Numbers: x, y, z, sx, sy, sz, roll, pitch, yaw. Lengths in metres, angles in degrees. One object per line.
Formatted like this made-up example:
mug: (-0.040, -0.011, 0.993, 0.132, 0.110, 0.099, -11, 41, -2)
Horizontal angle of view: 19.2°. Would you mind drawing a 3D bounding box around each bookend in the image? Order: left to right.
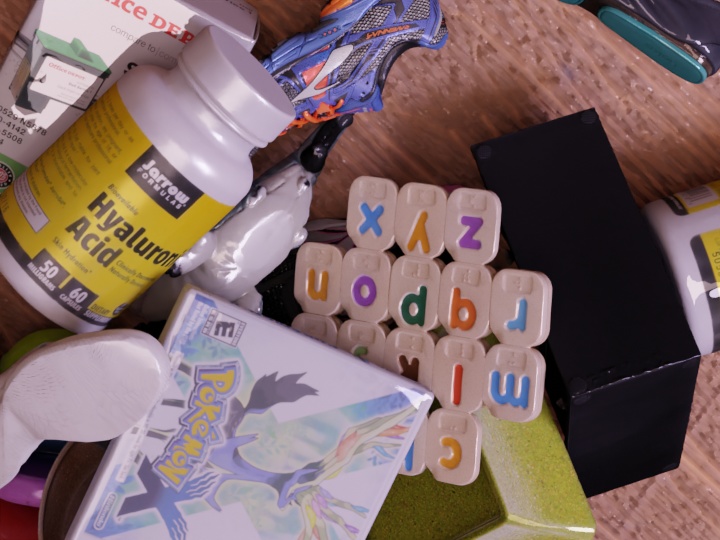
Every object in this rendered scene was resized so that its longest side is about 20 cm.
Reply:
bookend: (0.152, 0.028, 1.486, 0.092, 0.199, 0.200, -17, 64, -5)

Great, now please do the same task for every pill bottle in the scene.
pill bottle: (-0.140, -0.061, 1.373, 0.200, 0.111, 0.111, -43, 104, 12)
pill bottle: (0.302, -0.021, 1.466, 0.199, 0.111, 0.112, -18, 108, -2)

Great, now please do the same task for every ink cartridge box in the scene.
ink cartridge box: (-0.176, -0.117, 1.455, 0.146, 0.084, 0.200, 27, 107, -10)

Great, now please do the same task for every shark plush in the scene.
shark plush: (-0.084, -0.044, 1.468, 0.091, 0.083, 0.200, 36, 84, -35)

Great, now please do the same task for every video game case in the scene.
video game case: (-0.074, 0.133, 1.386, 0.182, 0.022, 0.200, 24, 96, -17)

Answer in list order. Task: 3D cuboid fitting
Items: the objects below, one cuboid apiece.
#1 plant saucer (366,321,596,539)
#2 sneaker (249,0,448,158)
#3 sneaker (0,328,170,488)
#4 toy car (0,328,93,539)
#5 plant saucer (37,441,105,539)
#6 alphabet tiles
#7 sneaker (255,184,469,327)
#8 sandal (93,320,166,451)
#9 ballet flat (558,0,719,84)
plant saucer: (0.043, 0.129, 1.469, 0.200, 0.048, 0.200, -33, 73, 38)
sneaker: (-0.023, -0.129, 1.442, 0.200, 0.075, 0.078, -41, 89, 6)
sneaker: (-0.194, 0.071, 1.375, 0.200, 0.089, 0.075, -26, 112, 34)
toy car: (-0.221, 0.146, 1.511, 0.174, 0.150, 0.201, 7, 109, -3)
plant saucer: (-0.127, 0.186, 1.438, 0.200, 0.201, 0.037, 32, 146, -11)
alphabet tiles: (0.037, 0.039, 1.422, 0.200, 0.015, 0.196, 8, 97, 34)
sneaker: (0.000, 0.000, 1.496, 0.200, 0.086, 0.080, -27, 105, 9)
sandal: (-0.136, 0.059, 1.457, 0.075, 0.200, 0.045, 24, 124, 5)
ballet flat: (0.166, -0.201, 1.445, 0.200, 0.073, 0.073, 29, 106, -4)
